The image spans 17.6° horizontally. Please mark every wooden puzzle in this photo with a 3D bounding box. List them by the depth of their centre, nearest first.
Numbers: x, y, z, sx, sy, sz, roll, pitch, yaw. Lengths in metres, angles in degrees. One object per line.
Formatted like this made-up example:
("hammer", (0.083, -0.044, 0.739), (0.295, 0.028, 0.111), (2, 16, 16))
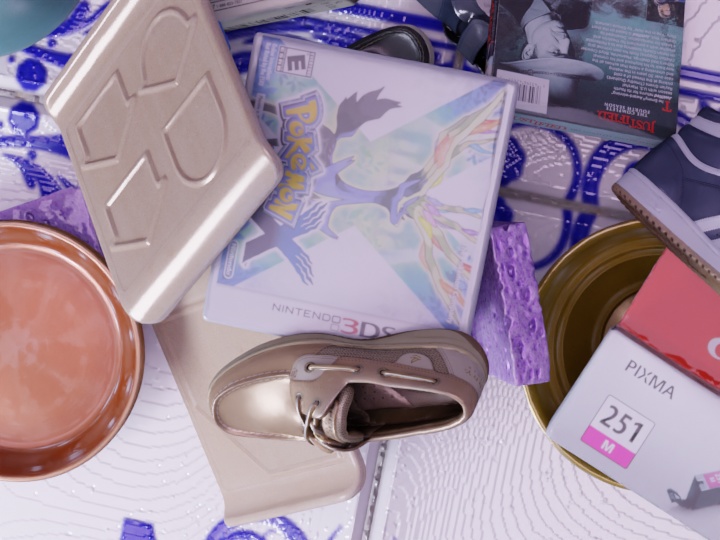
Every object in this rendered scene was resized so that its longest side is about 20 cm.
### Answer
("wooden puzzle", (-0.130, -0.093, 1.591), (0.185, 0.046, 0.200), (-48, 57, 37))
("wooden puzzle", (-0.076, 0.084, 1.738), (0.185, 0.037, 0.200), (-20, 88, 52))

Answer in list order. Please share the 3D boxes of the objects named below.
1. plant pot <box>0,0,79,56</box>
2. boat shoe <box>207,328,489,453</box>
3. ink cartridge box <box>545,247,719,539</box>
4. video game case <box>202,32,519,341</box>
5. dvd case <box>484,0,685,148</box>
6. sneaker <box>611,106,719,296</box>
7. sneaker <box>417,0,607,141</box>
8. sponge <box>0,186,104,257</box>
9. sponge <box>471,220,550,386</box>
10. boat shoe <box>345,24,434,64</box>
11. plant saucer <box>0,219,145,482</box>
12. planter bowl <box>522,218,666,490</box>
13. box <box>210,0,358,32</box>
("plant pot", (-0.311, -0.260, 1.732), (0.200, 0.161, 0.201), (0, 93, 8))
("boat shoe", (-0.015, 0.084, 1.550), (0.200, 0.065, 0.071), (-11, 121, 21))
("ink cartridge box", (0.261, 0.096, 1.647), (0.200, 0.044, 0.174), (32, 99, 5))
("video game case", (-0.001, -0.046, 1.569), (0.182, 0.022, 0.200), (11, 94, 6))
("dvd case", (0.165, -0.194, 1.679), (0.146, 0.022, 0.200), (9, 72, -12))
("sneaker", (0.281, -0.029, 1.615), (0.109, 0.070, 0.200), (-46, 73, -2))
("sneaker", (0.117, -0.164, 1.709), (0.200, 0.078, 0.079), (25, 75, 5))
("sponge", (-0.290, 0.016, 1.807), (0.200, 0.030, 0.112), (-18, 91, 9))
("sponge", (0.094, 0.020, 1.672), (0.030, 0.200, 0.112), (-11, 93, -9))
("boat shoe", (-0.029, -0.113, 1.749), (0.200, 0.068, 0.072), (-36, 87, 8))
("plant saucer", (-0.261, 0.060, 1.767), (0.200, 0.032, 0.201), (1, 98, 7))
("planter bowl", (0.219, 0.059, 1.714), (0.200, 0.083, 0.201), (0, 93, 8))
("box", (-0.086, -0.284, 1.723), (0.128, 0.109, 0.200), (-11, 92, 9))
